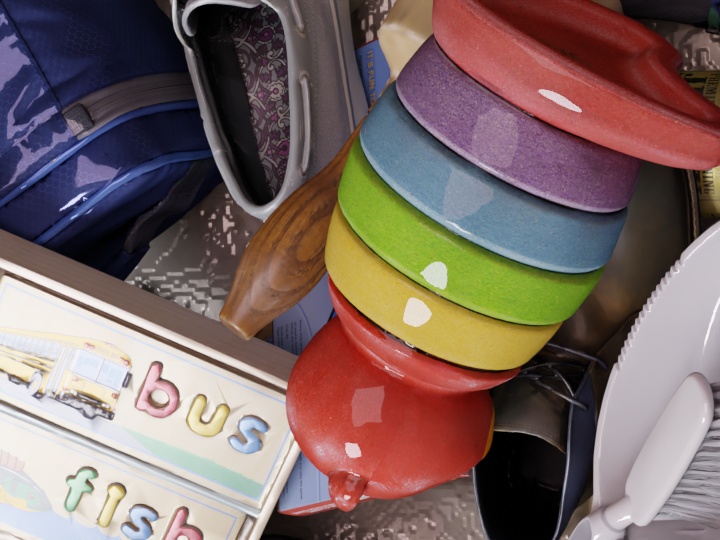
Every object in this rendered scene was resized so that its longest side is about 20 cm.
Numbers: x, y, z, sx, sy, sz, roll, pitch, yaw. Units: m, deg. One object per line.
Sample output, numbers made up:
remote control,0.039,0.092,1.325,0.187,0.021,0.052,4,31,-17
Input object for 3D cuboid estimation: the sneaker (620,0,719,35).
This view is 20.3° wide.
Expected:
sneaker,0.185,-0.112,0.831,0.199,0.074,0.088,-11,95,21

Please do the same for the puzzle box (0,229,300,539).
puzzle box,-0.126,0.063,0.866,0.199,0.025,0.134,23,115,-4

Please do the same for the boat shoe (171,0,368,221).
boat shoe,-0.046,-0.113,0.872,0.070,0.071,0.202,-23,75,28

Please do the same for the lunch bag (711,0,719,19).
lunch bag,0.226,-0.068,0.728,0.200,0.136,0.132,45,102,3

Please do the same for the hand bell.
hand bell,0.009,-0.055,0.820,0.104,0.104,0.200,35,80,15

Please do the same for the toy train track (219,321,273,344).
toy train track,-0.059,0.043,0.959,0.115,0.032,0.200,43,102,20

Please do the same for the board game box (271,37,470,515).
board game box,0.000,0.000,0.885,0.103,0.019,0.202,-19,66,44

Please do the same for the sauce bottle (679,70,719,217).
sauce bottle,0.156,-0.054,0.849,0.199,0.065,0.065,-1,94,20

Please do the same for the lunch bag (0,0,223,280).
lunch bag,-0.160,-0.039,0.924,0.200,0.136,0.133,-37,81,22

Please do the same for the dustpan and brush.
dustpan and brush,0.113,0.085,0.764,0.201,0.057,0.140,113,153,-48

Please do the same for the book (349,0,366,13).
book,0.010,-0.217,0.906,0.200,0.048,0.134,-39,79,22

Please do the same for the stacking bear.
stacking bear,0.038,-0.002,0.759,0.113,0.122,0.201,19,112,-18

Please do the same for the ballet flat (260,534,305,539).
ballet flat,-0.073,0.156,0.940,0.198,0.067,0.057,2,51,10

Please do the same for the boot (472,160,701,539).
boot,0.092,0.029,0.826,0.074,0.097,0.201,14,123,13
